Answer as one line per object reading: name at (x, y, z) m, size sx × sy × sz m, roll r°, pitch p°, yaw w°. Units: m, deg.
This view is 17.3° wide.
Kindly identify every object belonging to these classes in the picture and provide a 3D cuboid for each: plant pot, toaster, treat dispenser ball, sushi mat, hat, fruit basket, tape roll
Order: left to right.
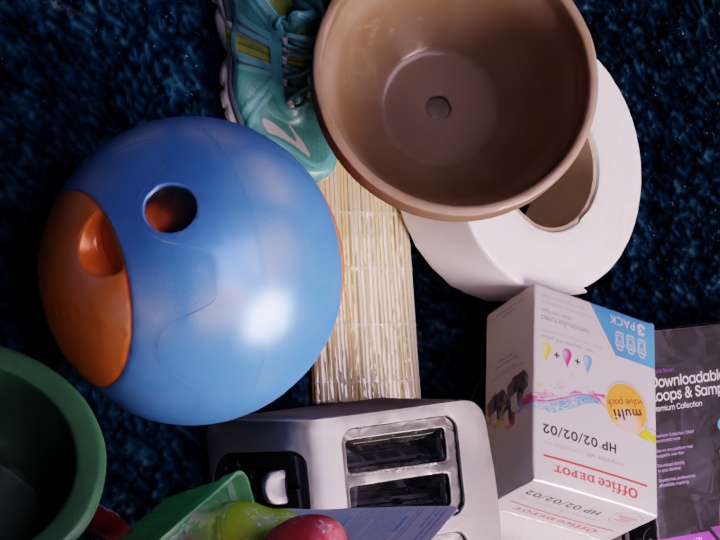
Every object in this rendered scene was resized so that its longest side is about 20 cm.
hat at (-0.242, 0.164, 1.550) m, size 0.200 × 0.176 × 0.166 m, roll 30°, pitch 63°, yaw 11°
treat dispenser ball at (-0.110, 0.000, 1.546) m, size 0.200 × 0.201 × 0.202 m, roll 3°, pitch 84°, yaw -36°
fruit basket at (-0.061, 0.195, 1.486) m, size 0.185 × 0.199 × 0.094 m, roll -39°, pitch 126°, yaw -56°
sushi mat at (0.000, 0.000, 1.745) m, size 0.095 × 0.012 × 0.201 m, roll -2°, pitch 87°, yaw -37°
toaster at (0.002, 0.185, 1.667) m, size 0.199 × 0.118 × 0.182 m, roll -4°, pitch 90°, yaw -37°
plant pot at (0.061, -0.127, 1.668) m, size 0.200 × 0.093 × 0.202 m, roll 1°, pitch 79°, yaw -7°
tape roll at (0.121, -0.077, 1.798) m, size 0.202 × 0.071 × 0.203 m, roll 6°, pitch 81°, yaw -40°

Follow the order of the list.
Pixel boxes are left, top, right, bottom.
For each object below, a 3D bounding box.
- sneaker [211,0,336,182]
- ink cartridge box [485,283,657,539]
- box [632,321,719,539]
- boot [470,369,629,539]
sneaker at (-0.057, -0.156, 1.674) m, size 0.077 × 0.080 × 0.201 m, roll -19°, pitch 99°, yaw -34°
ink cartridge box at (0.155, 0.124, 1.740) m, size 0.115 × 0.068 × 0.201 m, roll 18°, pitch 59°, yaw -26°
box at (0.276, 0.143, 1.925) m, size 0.143 × 0.036 × 0.201 m, roll -5°, pitch 88°, yaw -37°
boot at (0.135, 0.166, 1.804) m, size 0.174 × 0.069 × 0.201 m, roll 36°, pitch 56°, yaw -28°
